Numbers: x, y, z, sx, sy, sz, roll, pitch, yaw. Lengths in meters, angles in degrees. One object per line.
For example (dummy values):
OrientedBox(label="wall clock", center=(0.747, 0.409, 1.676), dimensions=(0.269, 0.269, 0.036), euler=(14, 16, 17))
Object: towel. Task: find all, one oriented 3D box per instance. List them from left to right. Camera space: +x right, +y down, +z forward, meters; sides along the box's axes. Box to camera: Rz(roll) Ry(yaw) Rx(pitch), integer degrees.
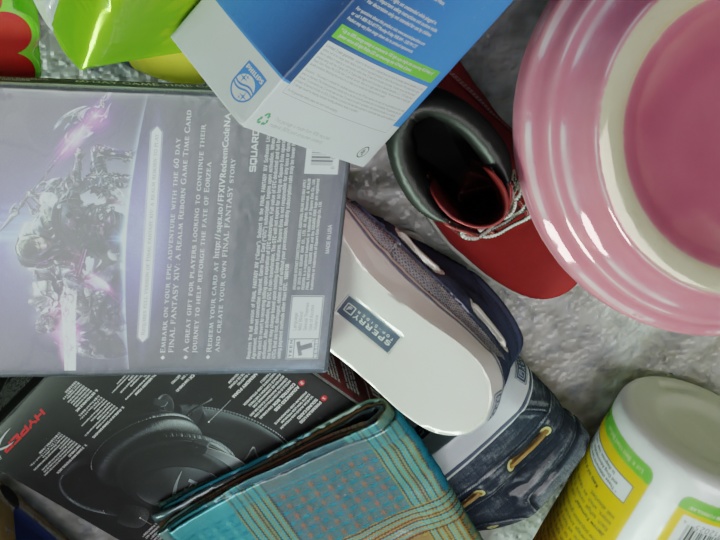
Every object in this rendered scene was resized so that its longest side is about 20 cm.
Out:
OrientedBox(label="towel", center=(-0.003, 0.169, 0.906), dimensions=(0.146, 0.022, 0.200), euler=(-27, 123, 7))

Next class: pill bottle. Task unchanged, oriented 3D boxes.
OrientedBox(label="pill bottle", center=(0.162, 0.173, 0.982), dimensions=(0.111, 0.111, 0.200), euler=(15, 118, -20))

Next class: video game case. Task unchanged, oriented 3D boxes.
OrientedBox(label="video game case", center=(-0.105, -0.018, 0.778), dimensions=(0.199, 0.019, 0.143), euler=(1, 109, -18))

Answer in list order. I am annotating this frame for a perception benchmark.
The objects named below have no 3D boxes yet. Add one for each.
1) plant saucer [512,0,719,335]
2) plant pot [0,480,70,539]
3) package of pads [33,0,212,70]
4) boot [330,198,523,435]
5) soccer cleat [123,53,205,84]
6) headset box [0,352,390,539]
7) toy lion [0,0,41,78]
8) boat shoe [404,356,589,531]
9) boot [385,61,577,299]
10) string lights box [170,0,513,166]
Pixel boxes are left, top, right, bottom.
OrientedBox(label="plant saucer", center=(0.170, -0.066, 0.740), dimensions=(0.200, 0.051, 0.201), euler=(-2, 100, -12))
OrientedBox(label="plant pot", center=(-0.219, 0.242, 0.900), dimensions=(0.180, 0.200, 0.200), euler=(-37, 121, 5))
OrientedBox(label="package of pads", center=(-0.040, -0.182, 0.661), dimensions=(0.154, 0.068, 0.200), euler=(-16, 147, -41))
OrientedBox(label="boot", center=(0.000, 0.000, 0.870), dimensions=(0.200, 0.090, 0.073), euler=(45, 115, -2))
OrientedBox(label="soccer cleat", center=(-0.129, -0.148, 0.734), dimensions=(0.065, 0.084, 0.200), euler=(-37, 122, 9))
OrientedBox(label="headset box", center=(-0.087, 0.078, 0.891), dimensions=(0.200, 0.077, 0.149), euler=(36, 109, -29))
OrientedBox(label="toy lion", center=(-0.251, -0.090, 0.745), dimensions=(0.191, 0.069, 0.200), euler=(14, 137, -35))
OrientedBox(label="boat shoe", center=(0.039, 0.134, 0.957), dimensions=(0.200, 0.071, 0.091), euler=(-39, 124, 14))
OrientedBox(label="boot", center=(0.065, -0.030, 0.815), dimensions=(0.072, 0.144, 0.200), euler=(-35, 123, 9))
OrientedBox(label="string lights box", center=(0.027, -0.140, 0.671), dimensions=(0.200, 0.059, 0.103), euler=(-47, 155, 16))
